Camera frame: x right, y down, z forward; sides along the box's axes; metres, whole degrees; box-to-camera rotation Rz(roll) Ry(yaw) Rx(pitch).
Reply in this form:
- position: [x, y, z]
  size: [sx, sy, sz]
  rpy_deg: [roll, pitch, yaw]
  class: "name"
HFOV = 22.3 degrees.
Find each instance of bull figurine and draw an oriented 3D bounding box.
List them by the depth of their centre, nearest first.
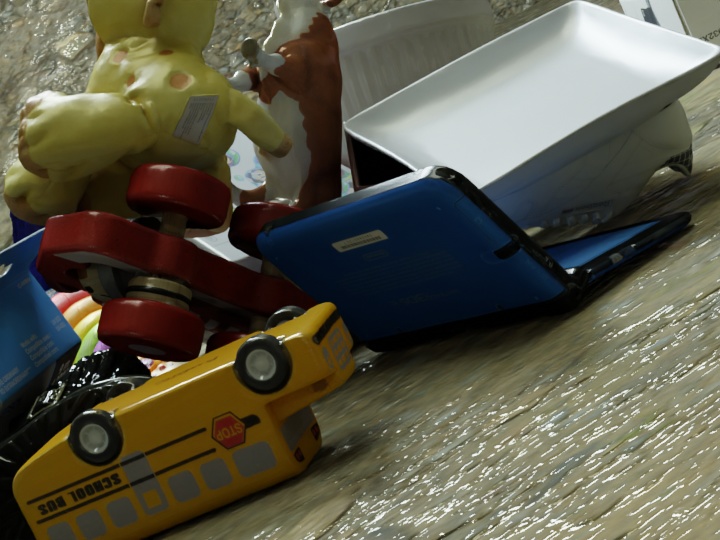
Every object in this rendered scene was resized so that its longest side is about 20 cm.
- position: [-0.053, -0.112, 1.287]
  size: [0.065, 0.203, 0.121]
  rpy_deg: [-4, 3, 37]
  class: "bull figurine"

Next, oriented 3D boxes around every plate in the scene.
- position: [0.110, -0.106, 1.189]
  size: [0.199, 0.033, 0.199]
  rpy_deg: [-29, 26, -12]
  class: "plate"

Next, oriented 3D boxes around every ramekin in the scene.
- position: [0.029, -0.146, 1.525]
  size: [0.198, 0.106, 0.200]
  rpy_deg: [-18, -3, -1]
  class: "ramekin"

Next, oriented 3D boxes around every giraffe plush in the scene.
- position: [-0.143, -0.132, 1.196]
  size: [0.171, 0.164, 0.200]
  rpy_deg: [11, -31, -33]
  class: "giraffe plush"

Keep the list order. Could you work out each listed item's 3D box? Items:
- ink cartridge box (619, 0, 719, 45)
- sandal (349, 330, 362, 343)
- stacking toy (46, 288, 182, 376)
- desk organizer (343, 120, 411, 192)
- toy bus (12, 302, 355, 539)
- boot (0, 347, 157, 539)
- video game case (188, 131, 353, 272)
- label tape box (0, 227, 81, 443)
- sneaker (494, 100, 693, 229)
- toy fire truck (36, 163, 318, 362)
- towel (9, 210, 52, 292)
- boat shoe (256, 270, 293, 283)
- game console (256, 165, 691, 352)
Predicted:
- position: [0.348, -0.261, 1.760]
  size: [0.144, 0.084, 0.200]
  rpy_deg: [-26, 8, -2]
  class: "ink cartridge box"
- position: [0.001, 0.000, 1.310]
  size: [0.074, 0.049, 0.201]
  rpy_deg: [-8, 16, 13]
  class: "sandal"
- position: [-0.177, 0.072, 1.361]
  size: [0.115, 0.111, 0.199]
  rpy_deg: [-27, 19, -25]
  class: "stacking toy"
- position: [0.089, -0.081, 1.292]
  size: [0.198, 0.078, 0.072]
  rpy_deg: [-9, 8, -2]
  class: "desk organizer"
- position: [-0.092, 0.089, 0.997]
  size: [0.198, 0.079, 0.065]
  rpy_deg: [-24, 8, 18]
  class: "toy bus"
- position: [-0.155, 0.098, 1.139]
  size: [0.210, 0.080, 0.158]
  rpy_deg: [-23, 9, 28]
  class: "boot"
- position: [-0.098, -0.065, 1.418]
  size: [0.181, 0.024, 0.199]
  rpy_deg: [-22, 41, -41]
  class: "video game case"
- position: [-0.248, 0.082, 1.223]
  size: [0.201, 0.066, 0.143]
  rpy_deg: [-61, -4, 19]
  class: "label tape box"
- position: [0.133, -0.059, 1.209]
  size: [0.198, 0.081, 0.076]
  rpy_deg: [-26, 27, -9]
  class: "sneaker"
- position: [-0.125, 0.010, 1.191]
  size: [0.199, 0.113, 0.167]
  rpy_deg: [21, -18, -37]
  class: "toy fire truck"
- position: [-0.178, -0.007, 1.477]
  size: [0.198, 0.149, 0.050]
  rpy_deg: [-10, 18, -20]
  class: "towel"
- position: [-0.072, 0.020, 1.392]
  size: [0.067, 0.074, 0.200]
  rpy_deg: [-63, 30, 14]
  class: "boat shoe"
- position: [0.066, -0.025, 1.110]
  size: [0.199, 0.170, 0.119]
  rpy_deg: [-16, 39, 52]
  class: "game console"
